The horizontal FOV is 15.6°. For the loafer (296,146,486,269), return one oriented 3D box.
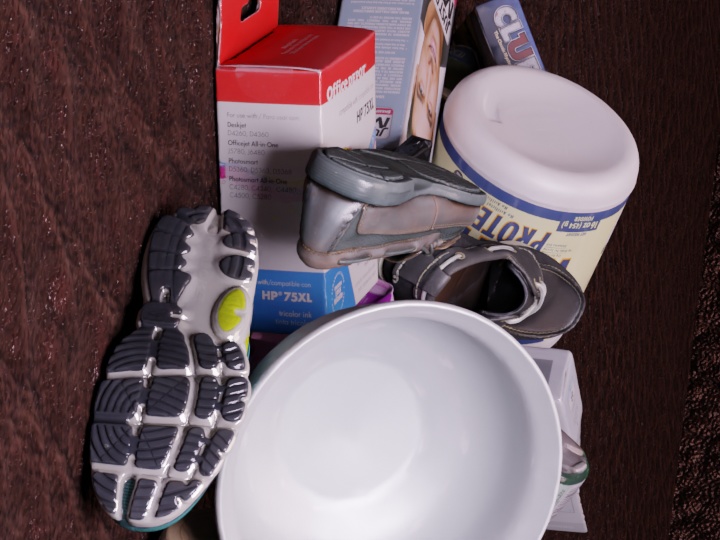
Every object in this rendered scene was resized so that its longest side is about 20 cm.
[{"bbox_3d":[0.012,-0.033,1.514,0.200,0.072,0.063,2,112,-67],"label":"loafer"}]

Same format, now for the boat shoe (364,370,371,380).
[{"bbox_3d":[0.011,0.110,1.556,0.062,0.074,0.201,43,-31,44],"label":"boat shoe"}]

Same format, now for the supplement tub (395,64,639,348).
[{"bbox_3d":[0.100,-0.028,1.867,0.145,0.144,0.201,-67,179,-54],"label":"supplement tub"}]

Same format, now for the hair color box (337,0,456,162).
[{"bbox_3d":[0.022,-0.150,1.790,0.099,0.060,0.201,65,32,-63],"label":"hair color box"}]

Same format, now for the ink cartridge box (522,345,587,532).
[{"bbox_3d":[0.081,0.118,1.886,0.200,0.159,0.048,73,26,-56],"label":"ink cartridge box"}]

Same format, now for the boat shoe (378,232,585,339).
[{"bbox_3d":[0.089,0.016,1.731,0.199,0.067,0.072,19,101,-50],"label":"boat shoe"}]

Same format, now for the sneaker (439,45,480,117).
[{"bbox_3d":[0.082,-0.085,2.031,0.090,0.067,0.201,-66,153,-43],"label":"sneaker"}]

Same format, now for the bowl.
[{"bbox_3d":[0.003,0.099,1.437,0.090,0.200,0.202,-138,-137,-63],"label":"bowl"}]

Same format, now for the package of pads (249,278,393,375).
[{"bbox_3d":[-0.019,0.112,1.649,0.121,0.075,0.201,-54,144,-65],"label":"package of pads"}]

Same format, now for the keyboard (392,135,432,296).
[{"bbox_3d":[0.000,0.000,1.732,0.104,0.039,0.201,-36,148,-51],"label":"keyboard"}]

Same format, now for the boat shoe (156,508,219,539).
[{"bbox_3d":[-0.067,0.182,1.489,0.072,0.065,0.200,52,15,20],"label":"boat shoe"}]

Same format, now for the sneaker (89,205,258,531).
[{"bbox_3d":[-0.088,0.059,1.370,0.080,0.077,0.201,91,11,-48],"label":"sneaker"}]

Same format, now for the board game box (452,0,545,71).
[{"bbox_3d":[0.118,-0.135,2.023,0.200,0.034,0.136,173,-105,-87],"label":"board game box"}]

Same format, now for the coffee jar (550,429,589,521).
[{"bbox_3d":[0.060,0.179,1.771,0.200,0.104,0.085,-55,165,18],"label":"coffee jar"}]

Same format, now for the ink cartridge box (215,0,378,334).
[{"bbox_3d":[-0.036,-0.074,1.552,0.116,0.067,0.201,-47,139,-66],"label":"ink cartridge box"}]
